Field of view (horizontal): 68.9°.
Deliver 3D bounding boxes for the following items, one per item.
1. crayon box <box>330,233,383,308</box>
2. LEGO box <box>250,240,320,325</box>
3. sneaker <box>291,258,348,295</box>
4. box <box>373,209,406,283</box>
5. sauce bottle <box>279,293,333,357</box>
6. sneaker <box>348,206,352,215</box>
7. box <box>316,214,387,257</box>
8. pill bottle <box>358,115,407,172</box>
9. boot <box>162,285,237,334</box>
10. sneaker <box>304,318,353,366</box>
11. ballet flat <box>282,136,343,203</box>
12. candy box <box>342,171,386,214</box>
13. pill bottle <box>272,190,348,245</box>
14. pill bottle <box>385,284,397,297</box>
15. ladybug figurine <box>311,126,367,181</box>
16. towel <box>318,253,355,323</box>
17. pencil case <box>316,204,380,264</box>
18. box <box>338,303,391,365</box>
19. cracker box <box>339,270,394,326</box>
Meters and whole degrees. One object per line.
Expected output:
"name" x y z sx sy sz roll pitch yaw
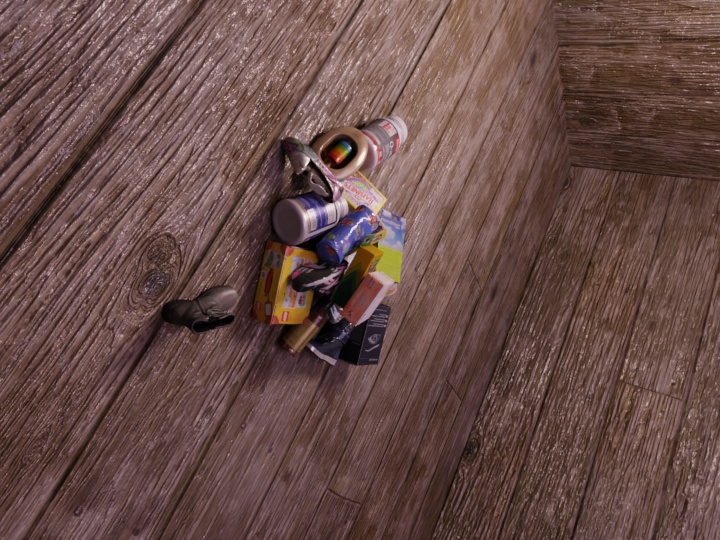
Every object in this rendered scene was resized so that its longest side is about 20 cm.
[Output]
"crayon box" 0.000 0.000 1.438 0.202 0.051 0.126 -61 171 12
"LEGO box" -0.192 0.036 1.375 0.148 0.076 0.204 9 94 -57
"sneaker" -0.101 0.031 1.374 0.199 0.080 0.088 -20 129 -48
"box" 0.079 -0.071 1.598 0.121 0.047 0.204 16 76 -45
"sauce bottle" -0.140 0.146 1.463 0.200 0.066 0.066 -49 141 -10
"sneaker" -0.002 -0.179 1.564 0.199 0.074 0.083 -32 161 -49
"box" -0.026 -0.093 1.499 0.198 0.076 0.050 -27 155 -18
"pill bottle" 0.051 -0.381 1.553 0.200 0.114 0.118 -43 135 -40
"boot" -0.319 0.094 1.154 0.199 0.129 0.069 -20 119 -52
"sneaker" -0.096 0.194 1.568 0.148 0.076 0.202 -58 154 -7
"ballet flat" -0.123 -0.246 1.309 0.200 0.069 0.072 45 41 -18
"candy box" -0.022 -0.232 1.483 0.200 0.026 0.103 42 64 -15
"pill bottle" -0.126 -0.147 1.373 0.199 0.114 0.118 -28 124 -50
"pill bottle" 0.062 -0.024 1.709 0.112 0.111 0.203 -36 129 -45
"ladybug figurine" -0.061 -0.307 1.416 0.200 0.136 0.072 -44 175 -23
"towel" -0.048 0.034 1.550 0.170 0.048 0.203 -26 110 -31
"pencil case" -0.032 -0.093 1.401 0.200 0.077 0.088 -45 139 -36
"box" 0.006 0.198 1.708 0.147 0.103 0.204 17 88 -60
"cracker box" 0.023 0.072 1.439 0.135 0.057 0.200 -54 172 8
